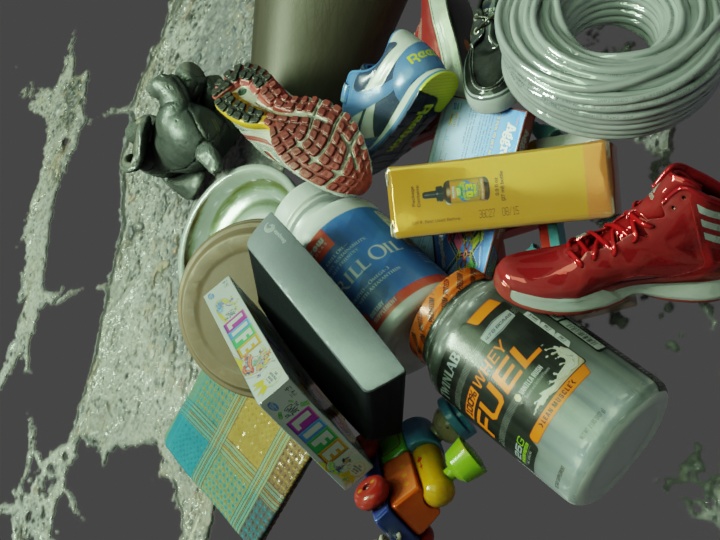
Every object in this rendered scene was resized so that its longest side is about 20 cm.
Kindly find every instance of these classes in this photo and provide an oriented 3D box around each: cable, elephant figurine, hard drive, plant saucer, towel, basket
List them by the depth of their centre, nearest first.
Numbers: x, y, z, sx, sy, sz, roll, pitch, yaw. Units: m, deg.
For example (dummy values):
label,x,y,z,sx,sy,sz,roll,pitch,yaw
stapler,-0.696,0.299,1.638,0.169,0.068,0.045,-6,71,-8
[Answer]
label,x,y,z,sx,sy,sz,roll,pitch,yaw
cable,0.218,-0.204,0.775,0.199,0.069,0.200,24,65,22
hard drive,-0.034,0.055,0.803,0.042,0.135,0.200,-31,61,-19
plant saucer,-0.110,0.044,0.974,0.199,0.029,0.201,1,96,12
basket,-0.049,-0.242,0.998,0.179,0.136,0.201,14,101,2
towel,-0.140,0.197,1.019,0.200,0.022,0.147,36,100,37
plant saucer,-0.130,-0.024,1.057,0.199,0.050,0.201,-10,72,33
elephant figurine,-0.247,-0.160,1.161,0.142,0.155,0.200,48,127,-8

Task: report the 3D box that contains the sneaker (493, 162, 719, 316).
label,x,y,z,sx,sy,sz,roll,pitch,yaw
sneaker,0.206,-0.033,0.710,0.199,0.116,0.079,-6,37,-1

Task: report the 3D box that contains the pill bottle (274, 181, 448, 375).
label,x,y,z,sx,sy,sz,roll,pitch,yaw
pill bottle,0.000,0.000,0.871,0.200,0.112,0.112,45,104,33

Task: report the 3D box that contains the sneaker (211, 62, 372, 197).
label,x,y,z,sx,sy,sz,roll,pitch,yaw
sneaker,-0.059,-0.135,0.896,0.078,0.082,0.200,-47,61,-5

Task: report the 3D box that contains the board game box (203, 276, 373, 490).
label,x,y,z,sx,sy,sz,roll,pitch,yaw
board game box,-0.071,0.099,0.833,0.034,0.135,0.200,-40,34,-1

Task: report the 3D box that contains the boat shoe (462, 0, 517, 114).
label,x,y,z,sx,sy,sz,roll,pitch,yaw
boat shoe,0.137,-0.240,0.863,0.070,0.066,0.201,2,54,30

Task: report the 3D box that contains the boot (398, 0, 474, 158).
label,x,y,z,sx,sy,sz,roll,pitch,yaw
boot,0.055,-0.227,0.967,0.144,0.072,0.201,-18,69,34

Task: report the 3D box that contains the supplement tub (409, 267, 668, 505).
label,x,y,z,sx,sy,sz,roll,pitch,yaw
supplement tub,0.143,0.089,0.752,0.200,0.122,0.123,37,100,32

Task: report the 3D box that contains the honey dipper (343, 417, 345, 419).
label,x,y,z,sx,sy,sz,roll,pitch,yaw
honey dipper,0.020,0.104,0.912,0.200,0.038,0.038,-39,56,21

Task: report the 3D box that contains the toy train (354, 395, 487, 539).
label,x,y,z,sx,sy,sz,roll,pitch,yaw
toy train,0.062,0.193,0.779,0.116,0.085,0.200,-38,20,8

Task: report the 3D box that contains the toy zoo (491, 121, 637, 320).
label,x,y,z,sx,sy,sz,roll,pitch,yaw
toy zoo,0.180,-0.048,0.843,0.131,0.020,0.201,-18,66,33

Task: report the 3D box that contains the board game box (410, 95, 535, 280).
label,x,y,z,sx,sy,sz,roll,pitch,yaw
board game box,0.100,-0.064,0.871,0.103,0.019,0.201,24,104,43

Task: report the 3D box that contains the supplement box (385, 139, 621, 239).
label,x,y,z,sx,sy,sz,roll,pitch,yaw
supplement box,0.126,-0.070,0.796,0.199,0.069,0.067,-4,92,20

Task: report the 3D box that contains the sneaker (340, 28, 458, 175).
label,x,y,z,sx,sy,sz,roll,pitch,yaw
sneaker,0.015,-0.158,0.906,0.200,0.074,0.082,-43,72,38
